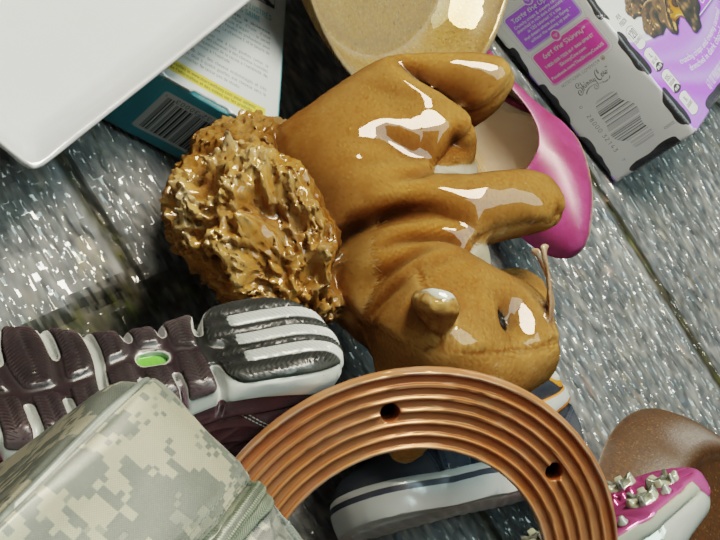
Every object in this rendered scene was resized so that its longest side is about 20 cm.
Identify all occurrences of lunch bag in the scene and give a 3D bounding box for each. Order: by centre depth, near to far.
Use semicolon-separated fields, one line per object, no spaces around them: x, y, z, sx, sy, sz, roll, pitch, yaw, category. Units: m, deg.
-0.093;0.156;0.683;0.168;0.200;0.139;47;40;-8;lunch bag

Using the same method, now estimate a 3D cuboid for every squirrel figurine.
0.000;0.000;0.918;0.199;0.142;0.187;5;38;-16;squirrel figurine

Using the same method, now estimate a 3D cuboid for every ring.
0.017;0.134;0.850;0.200;0.201;0.019;35;5;-23;ring

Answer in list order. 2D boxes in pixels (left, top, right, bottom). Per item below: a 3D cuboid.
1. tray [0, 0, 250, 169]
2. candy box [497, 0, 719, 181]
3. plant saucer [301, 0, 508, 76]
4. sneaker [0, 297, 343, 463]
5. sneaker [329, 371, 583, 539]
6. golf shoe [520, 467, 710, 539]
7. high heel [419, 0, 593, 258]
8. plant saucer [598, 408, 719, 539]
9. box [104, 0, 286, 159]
-0.129;-0.125;0.934;0.107;0.022;0.200;38;51;9;tray
0.155;-0.184;1.287;0.200;0.071;0.168;50;39;-8;candy box
0.017;-0.189;1.055;0.200;0.035;0.201;-11;104;-52;plant saucer
-0.105;0.083;0.830;0.199;0.116;0.076;-6;36;-13;sneaker
0.042;0.083;0.974;0.200;0.078;0.080;-3;74;-59;sneaker
0.105;0.173;0.959;0.200;0.075;0.092;-36;101;-27;golf shoe
0.062;-0.094;1.122;0.096;0.067;0.200;13;49;-52;high heel
0.193;0.168;1.069;0.200;0.037;0.201;29;51;-43;plant saucer
-0.084;-0.151;1.033;0.082;0.049;0.200;27;46;-29;box
